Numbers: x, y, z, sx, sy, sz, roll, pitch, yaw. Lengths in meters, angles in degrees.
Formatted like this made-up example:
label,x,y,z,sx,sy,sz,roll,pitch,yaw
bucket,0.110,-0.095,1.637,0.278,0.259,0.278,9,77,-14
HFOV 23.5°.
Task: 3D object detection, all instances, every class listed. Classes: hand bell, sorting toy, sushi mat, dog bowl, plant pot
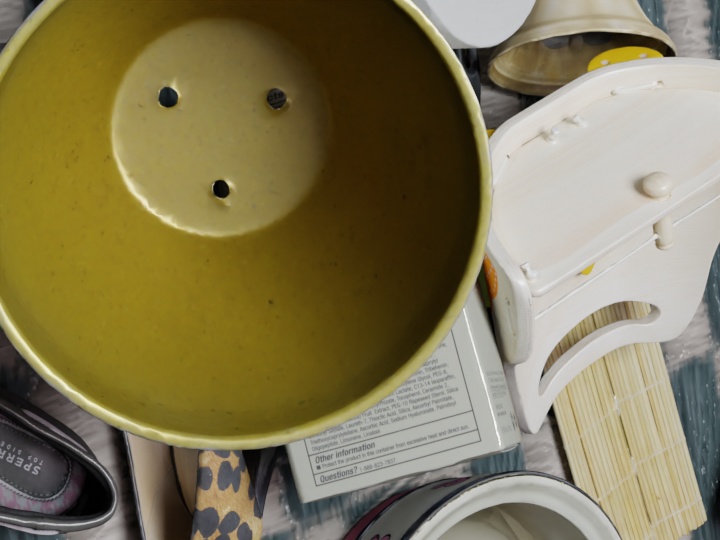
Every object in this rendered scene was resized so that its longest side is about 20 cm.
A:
label,x,y,z,sx,sy,sz,roll,pitch,yaw
hand bell,0.115,-0.208,0.960,0.104,0.104,0.201,7,75,-36
sorting toy,0.127,-0.002,0.912,0.199,0.107,0.181,-31,138,-24
sushi mat,0.153,0.083,1.035,0.095,0.012,0.201,-26,107,-31
dog bowl,0.057,0.203,0.934,0.199,0.074,0.201,-3,95,-37
plant pot,-0.056,-0.045,0.714,0.199,0.142,0.201,-2,106,-6

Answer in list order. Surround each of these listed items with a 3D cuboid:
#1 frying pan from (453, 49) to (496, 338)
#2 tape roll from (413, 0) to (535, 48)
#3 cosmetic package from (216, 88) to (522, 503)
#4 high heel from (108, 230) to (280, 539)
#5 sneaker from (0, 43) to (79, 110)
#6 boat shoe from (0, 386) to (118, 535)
label,x,y,z,sx,sy,sz,roll,pitch,yaw
frying pan,0.046,-0.030,0.937,0.115,0.031,0.191,-26,98,-41
tape roll,0.030,-0.209,0.849,0.202,0.070,0.204,-4,95,-61
cosmetic package,0.000,0.000,0.823,0.073,0.103,0.201,15,60,-76
high heel,-0.106,0.068,0.804,0.200,0.071,0.143,39,64,-41
sneaker,-0.187,-0.015,0.714,0.200,0.074,0.119,-23,70,-25
boat shoe,-0.191,0.065,0.753,0.200,0.057,0.067,29,75,-34
